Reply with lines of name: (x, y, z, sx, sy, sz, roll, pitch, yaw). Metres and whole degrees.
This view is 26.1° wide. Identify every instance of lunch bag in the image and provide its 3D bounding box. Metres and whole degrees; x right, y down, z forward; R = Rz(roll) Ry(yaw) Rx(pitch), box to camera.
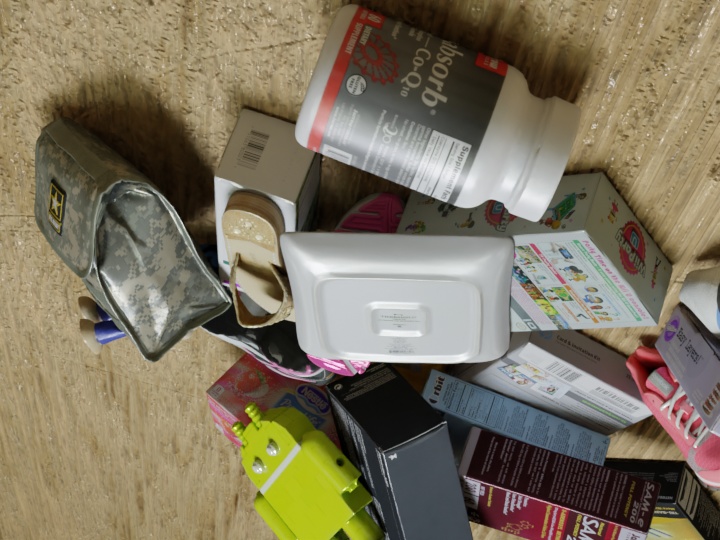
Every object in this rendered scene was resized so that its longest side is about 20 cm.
lunch bag: (-0.232, -0.039, 1.470, 0.164, 0.117, 0.201, 41, 163, 50)

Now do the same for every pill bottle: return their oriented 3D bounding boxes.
pill bottle: (0.059, -0.117, 1.186, 0.199, 0.116, 0.116, 21, 152, -1)

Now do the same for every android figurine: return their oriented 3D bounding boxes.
android figurine: (-0.060, 0.224, 1.629, 0.200, 0.041, 0.182, 49, 142, 8)

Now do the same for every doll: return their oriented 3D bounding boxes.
doll: (-0.188, 0.023, 1.576, 0.199, 0.137, 0.049, -24, 126, 6)

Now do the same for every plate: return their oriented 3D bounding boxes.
plate: (0.034, 0.033, 1.369, 0.198, 0.033, 0.201, 1, 148, 4)

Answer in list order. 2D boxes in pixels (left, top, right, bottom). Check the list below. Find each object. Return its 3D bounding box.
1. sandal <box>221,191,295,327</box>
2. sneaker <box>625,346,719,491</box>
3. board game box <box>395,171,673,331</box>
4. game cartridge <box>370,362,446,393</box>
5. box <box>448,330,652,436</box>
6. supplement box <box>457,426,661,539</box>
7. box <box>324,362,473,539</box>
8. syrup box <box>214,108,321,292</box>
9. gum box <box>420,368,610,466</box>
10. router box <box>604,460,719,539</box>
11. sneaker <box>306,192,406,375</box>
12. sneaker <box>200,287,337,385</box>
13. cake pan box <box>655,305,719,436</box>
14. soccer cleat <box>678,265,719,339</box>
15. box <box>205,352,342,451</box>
sandal: (-0.096, 0.016, 1.402, 0.077, 0.070, 0.212, 12, 151, 14)
sneaker: (0.297, 0.131, 1.417, 0.087, 0.074, 0.200, 39, -174, -24)
board game box: (0.151, -0.012, 1.364, 0.199, 0.065, 0.148, -2, 145, 39)
game cartridge: (0.005, 0.063, 1.628, 0.175, 0.033, 0.201, 14, 150, 13)
box: (0.195, 0.122, 1.593, 0.155, 0.041, 0.200, 27, 151, -11)
supplement box: (0.197, 0.235, 1.585, 0.198, 0.061, 0.109, 15, 149, 11)
box: (0.044, 0.214, 1.592, 0.141, 0.078, 0.201, 48, 156, 55)
syrup box: (-0.085, -0.054, 1.434, 0.081, 0.079, 0.200, 18, 152, 5)
gum box: (0.147, 0.190, 1.655, 0.199, 0.045, 0.170, 22, 153, 2)
router box: (0.305, 0.276, 1.773, 0.199, 0.053, 0.157, -3, 144, 38)
sneaker: (0.000, 0.000, 1.467, 0.081, 0.088, 0.201, 20, 128, -2)
sneaker: (-0.103, 0.063, 1.604, 0.200, 0.080, 0.086, 38, 169, 30)
cake pan box: (0.362, 0.119, 1.351, 0.183, 0.052, 0.200, 29, -165, -14)
soccer cleat: (0.362, 0.052, 1.343, 0.199, 0.070, 0.086, 33, 170, -23)
box: (-0.066, 0.181, 1.738, 0.200, 0.103, 0.095, 38, 158, 22)
